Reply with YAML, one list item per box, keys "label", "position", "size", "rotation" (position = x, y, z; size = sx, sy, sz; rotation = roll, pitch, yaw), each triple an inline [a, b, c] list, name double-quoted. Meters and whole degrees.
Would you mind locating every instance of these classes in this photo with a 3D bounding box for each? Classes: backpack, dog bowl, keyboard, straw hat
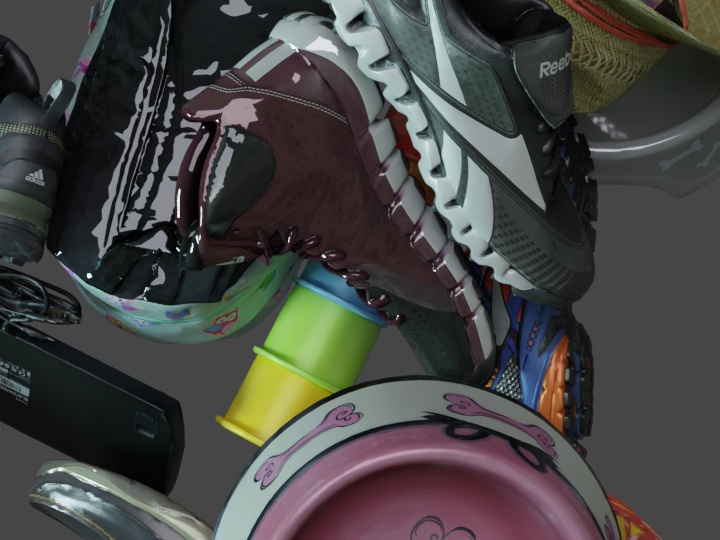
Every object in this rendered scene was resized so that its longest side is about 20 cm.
- label: "backpack"
  position: [-0.073, -0.063, 1.386]
  size: [0.166, 0.127, 0.201]
  rotation: [16, 77, 16]
- label: "dog bowl"
  position: [0.125, -0.133, 1.429]
  size: [0.199, 0.059, 0.201]
  rotation: [-1, 75, 3]
- label: "dog bowl"
  position: [0.029, 0.153, 1.280]
  size: [0.199, 0.074, 0.201]
  rotation: [-1, 98, -4]
- label: "keyboard"
  position: [-0.170, 0.033, 1.386]
  size: [0.199, 0.104, 0.040]
  rotation: [26, 50, 9]
- label: "straw hat"
  position: [0.108, -0.122, 1.327]
  size: [0.201, 0.201, 0.085]
  rotation: [42, 111, 13]

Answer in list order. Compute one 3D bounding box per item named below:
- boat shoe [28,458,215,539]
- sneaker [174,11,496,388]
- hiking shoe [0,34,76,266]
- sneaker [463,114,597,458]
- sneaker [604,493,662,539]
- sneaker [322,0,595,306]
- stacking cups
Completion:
- label: "boat shoe"
  position: [-0.083, 0.162, 1.349]
  size: [0.200, 0.075, 0.073]
  rotation: [31, 78, 12]
- label: "sneaker"
  position: [-0.024, -0.009, 1.291]
  size: [0.115, 0.076, 0.201]
  rotation: [-33, 106, -19]
- label: "hiking shoe"
  position: [-0.196, -0.068, 1.379]
  size: [0.200, 0.076, 0.101]
  rotation: [22, 87, 51]
- label: "sneaker"
  position: [0.070, 0.004, 1.362]
  size: [0.078, 0.075, 0.201]
  rotation: [3, 96, 17]
- label: "sneaker"
  position: [0.075, 0.121, 1.354]
  size: [0.200, 0.077, 0.073]
  rotation: [31, 93, -7]
- label: "sneaker"
  position: [0.065, -0.072, 1.253]
  size: [0.090, 0.067, 0.200]
  rotation: [-22, 110, 30]
- label: "stacking cups"
  position: [0.000, 0.000, 1.383]
  size: [0.060, 0.061, 0.201]
  rotation: [27, 85, 10]
